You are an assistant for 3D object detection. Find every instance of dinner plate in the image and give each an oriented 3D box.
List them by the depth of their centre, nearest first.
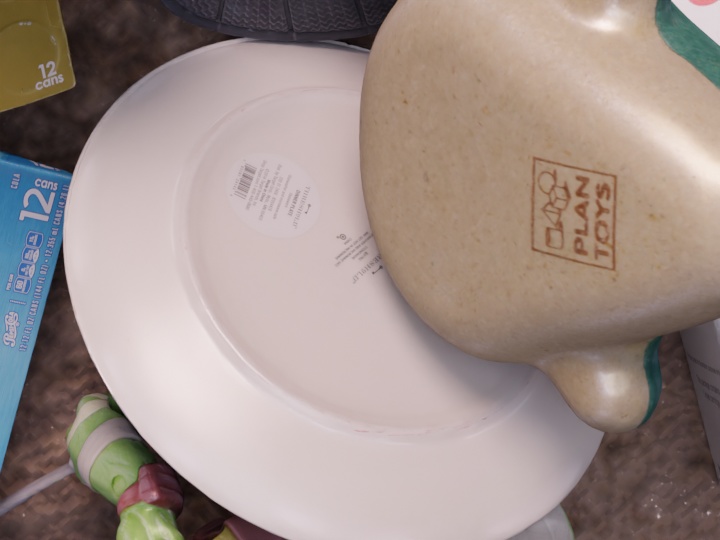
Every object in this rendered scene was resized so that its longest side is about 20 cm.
[{"bbox_3d":[0.000,0.000,0.773,0.199,0.024,0.201,12,54,-17],"label":"dinner plate"}]

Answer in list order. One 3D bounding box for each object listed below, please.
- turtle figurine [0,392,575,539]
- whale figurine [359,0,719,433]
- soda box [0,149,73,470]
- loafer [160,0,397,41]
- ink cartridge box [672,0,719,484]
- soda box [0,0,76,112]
[{"bbox_3d":[-0.038,0.100,0.815,0.193,0.200,0.144,-28,72,-21],"label":"turtle figurine"},{"bbox_3d":[0.090,-0.030,0.705,0.103,0.199,0.161,-16,112,-40],"label":"whale figurine"},{"bbox_3d":[-0.163,0.052,0.795,0.067,0.064,0.202,13,93,-39],"label":"soda box"},{"bbox_3d":[0.022,-0.133,0.817,0.198,0.063,0.072,-13,125,2],"label":"loafer"},{"bbox_3d":[0.176,-0.032,0.813,0.145,0.084,0.202,-15,94,-2],"label":"ink cartridge box"},{"bbox_3d":[-0.195,-0.067,0.732,0.199,0.064,0.068,-22,124,-22],"label":"soda box"}]
